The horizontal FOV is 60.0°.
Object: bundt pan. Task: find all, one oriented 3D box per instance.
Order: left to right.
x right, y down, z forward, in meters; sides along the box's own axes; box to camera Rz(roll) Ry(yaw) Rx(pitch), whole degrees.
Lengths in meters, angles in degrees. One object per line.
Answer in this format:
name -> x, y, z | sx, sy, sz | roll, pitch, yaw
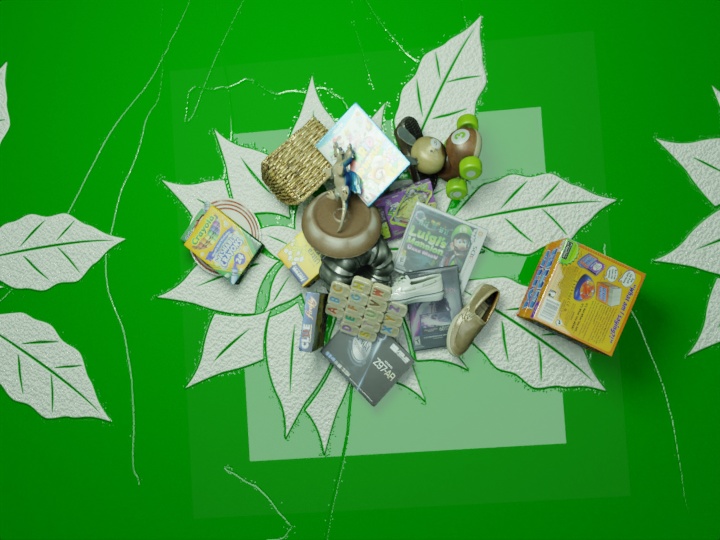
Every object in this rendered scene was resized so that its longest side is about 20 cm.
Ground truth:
bundt pan -> 0.000, 0.000, 1.536 | 0.197, 0.076, 0.206 | -15, 126, -21

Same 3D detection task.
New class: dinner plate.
dinner plate -> -0.357, -0.088, 1.646 | 0.194, 0.024, 0.206 | 0, 88, 4

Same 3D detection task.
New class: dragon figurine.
dragon figurine -> -0.035, -0.198, 1.446 | 0.058, 0.099, 0.206 | -8, 98, 27

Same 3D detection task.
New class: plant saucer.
plant saucer -> -0.045, -0.124, 1.486 | 0.194, 0.037, 0.205 | 1, 58, -1

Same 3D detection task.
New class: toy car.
toy car -> 0.182, -0.291, 1.516 | 0.195, 0.159, 0.168 | 11, 58, -13

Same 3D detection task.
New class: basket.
basket -> -0.136, -0.252, 1.572 | 0.149, 0.143, 0.200 | 43, 72, 6

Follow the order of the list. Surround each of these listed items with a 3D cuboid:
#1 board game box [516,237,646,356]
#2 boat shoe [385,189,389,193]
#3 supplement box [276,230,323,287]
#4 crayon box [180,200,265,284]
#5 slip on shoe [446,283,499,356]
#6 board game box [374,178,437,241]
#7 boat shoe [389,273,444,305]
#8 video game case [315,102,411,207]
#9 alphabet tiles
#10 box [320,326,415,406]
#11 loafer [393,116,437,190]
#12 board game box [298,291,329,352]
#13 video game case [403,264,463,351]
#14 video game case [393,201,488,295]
board game box -> 0.519, 0.062, 1.498 | 0.196, 0.200, 0.204 | 25, 89, 4
boat shoe -> 0.043, -0.229, 1.607 | 0.070, 0.065, 0.204 | 17, 108, -9
supplement box -> -0.099, -0.063, 1.586 | 0.199, 0.110, 0.109 | -42, 86, 2
crayon box -> -0.362, -0.074, 1.610 | 0.198, 0.052, 0.127 | 37, 91, 4
slip on shoe -> 0.285, 0.126, 1.560 | 0.076, 0.060, 0.202 | 40, 77, -24
board game box -> 0.097, -0.146, 1.589 | 0.195, 0.033, 0.122 | -17, 123, 2
boat shoe -> 0.110, 0.044, 1.534 | 0.195, 0.074, 0.069 | -8, 107, -15
video game case -> 0.005, -0.275, 1.482 | 0.143, 0.018, 0.201 | -43, 81, 11
alphabet tiles -> 0.011, 0.097, 1.506 | 0.191, 0.202, 0.015 | 20, 46, 3
box -> 0.019, 0.219, 1.602 | 0.200, 0.044, 0.160 | 45, 92, 4
loafer -> 0.141, -0.292, 1.609 | 0.072, 0.070, 0.205 | -21, 97, -32
board game box -> -0.111, 0.123, 1.535 | 0.034, 0.200, 0.139 | 7, 88, 5
video game case -> 0.191, 0.096, 1.589 | 0.139, 0.019, 0.206 | -8, 100, 3
video game case -> 0.200, -0.053, 1.580 | 0.196, 0.023, 0.186 | 21, 102, -2
